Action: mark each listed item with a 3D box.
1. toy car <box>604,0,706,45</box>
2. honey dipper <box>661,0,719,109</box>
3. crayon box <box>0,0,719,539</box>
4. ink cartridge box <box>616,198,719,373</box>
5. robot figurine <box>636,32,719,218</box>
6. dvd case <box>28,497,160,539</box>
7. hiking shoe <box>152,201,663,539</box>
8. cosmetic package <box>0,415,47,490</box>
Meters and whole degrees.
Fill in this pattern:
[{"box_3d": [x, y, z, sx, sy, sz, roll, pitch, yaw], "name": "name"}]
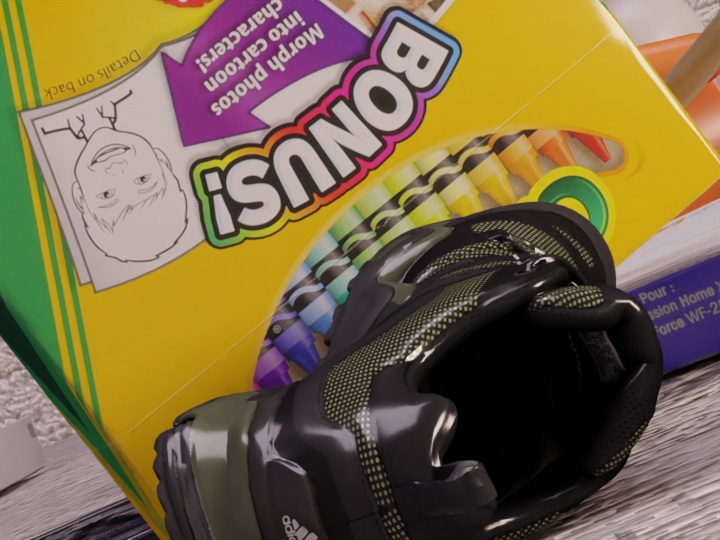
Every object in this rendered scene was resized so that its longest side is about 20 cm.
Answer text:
[{"box_3d": [0.225, -0.134, 1.727, 0.176, 0.201, 0.184, -22, 1, -23], "name": "toy car"}, {"box_3d": [0.074, -0.021, 0.808, 0.200, 0.038, 0.038, -51, -10, 20], "name": "honey dipper"}, {"box_3d": [-0.020, -0.035, 0.725, 0.200, 0.173, 0.058, -39, 3, -15], "name": "crayon box"}, {"box_3d": [0.172, -0.019, 0.811, 0.197, 0.044, 0.200, -24, 1, 20], "name": "ink cartridge box"}, {"box_3d": [0.141, -0.049, 1.221, 0.199, 0.145, 0.117, -22, 17, -17], "name": "robot figurine"}, {"box_3d": [-0.101, 0.106, 0.933, 0.148, 0.016, 0.200, -23, 1, -8], "name": "dvd case"}, {"box_3d": [0.037, 0.031, 0.602, 0.100, 0.076, 0.200, -12, 15, 31], "name": "hiking shoe"}, {"box_3d": [-0.324, 0.167, 2.030, 0.082, 0.051, 0.200, -20, 1, 6], "name": "cosmetic package"}]
